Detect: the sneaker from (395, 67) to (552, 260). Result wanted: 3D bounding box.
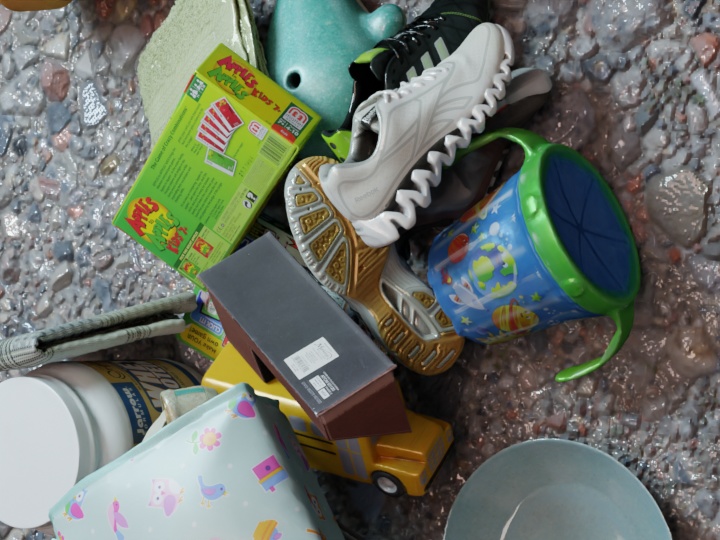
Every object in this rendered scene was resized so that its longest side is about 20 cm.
[{"bbox_3d":[0.085,-0.084,1.418,0.199,0.077,0.082,-38,105,17],"label":"sneaker"}]

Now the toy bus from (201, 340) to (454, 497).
[{"bbox_3d":[-0.027,0.118,1.417,0.198,0.065,0.079,12,136,29],"label":"toy bus"}]

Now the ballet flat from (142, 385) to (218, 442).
[{"bbox_3d":[-0.161,0.181,1.427,0.067,0.062,0.202,47,127,56],"label":"ballet flat"}]

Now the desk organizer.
[{"bbox_3d":[-0.044,0.063,1.363,0.071,0.077,0.200,-31,44,-14],"label":"desk organizer"}]

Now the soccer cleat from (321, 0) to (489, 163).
[{"bbox_3d":[0.039,-0.162,1.385,0.067,0.081,0.201,3,59,51],"label":"soccer cleat"}]

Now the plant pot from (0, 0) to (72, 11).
[{"bbox_3d":[-0.239,-0.328,1.525,0.138,0.200,0.203,2,91,12],"label":"plant pot"}]

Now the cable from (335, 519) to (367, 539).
[{"bbox_3d":[-0.042,0.197,1.363,0.096,0.050,0.202,-22,83,9],"label":"cable"}]

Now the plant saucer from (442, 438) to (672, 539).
[{"bbox_3d":[0.160,0.233,1.381,0.199,0.039,0.204,0,89,29],"label":"plant saucer"}]

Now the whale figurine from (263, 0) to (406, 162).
[{"bbox_3d":[-0.039,-0.189,1.452,0.158,0.103,0.202,-15,84,28],"label":"whale figurine"}]

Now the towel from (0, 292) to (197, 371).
[{"bbox_3d":[-0.262,0.065,1.509,0.191,0.199,0.035,-15,91,41],"label":"towel"}]

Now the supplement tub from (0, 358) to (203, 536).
[{"bbox_3d":[-0.222,0.150,1.496,0.143,0.199,0.146,-1,88,31],"label":"supplement tub"}]

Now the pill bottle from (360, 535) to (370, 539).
[{"bbox_3d":[-0.035,0.265,1.446,0.199,0.111,0.112,21,100,27],"label":"pill bottle"}]

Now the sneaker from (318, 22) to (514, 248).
[{"bbox_3d":[0.045,-0.116,1.323,0.081,0.075,0.201,40,74,-16],"label":"sneaker"}]

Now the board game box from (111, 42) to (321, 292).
[{"bbox_3d":[-0.121,-0.080,1.434,0.101,0.048,0.200,36,134,-1],"label":"board game box"}]

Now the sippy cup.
[{"bbox_3d":[0.127,-0.009,1.350,0.130,0.139,0.179,-29,54,32],"label":"sippy cup"}]

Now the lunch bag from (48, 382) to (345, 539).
[{"bbox_3d":[-0.123,0.208,1.311,0.199,0.122,0.171,-30,72,6],"label":"lunch bag"}]

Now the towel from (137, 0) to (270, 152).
[{"bbox_3d":[-0.139,-0.168,1.492,0.200,0.036,0.150,-45,52,50],"label":"towel"}]

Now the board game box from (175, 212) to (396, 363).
[{"bbox_3d":[-0.056,0.043,1.505,0.199,0.029,0.136,29,103,25],"label":"board game box"}]

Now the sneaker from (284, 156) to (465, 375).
[{"bbox_3d":[0.000,0.000,1.390,0.075,0.088,0.201,-36,99,-9],"label":"sneaker"}]
